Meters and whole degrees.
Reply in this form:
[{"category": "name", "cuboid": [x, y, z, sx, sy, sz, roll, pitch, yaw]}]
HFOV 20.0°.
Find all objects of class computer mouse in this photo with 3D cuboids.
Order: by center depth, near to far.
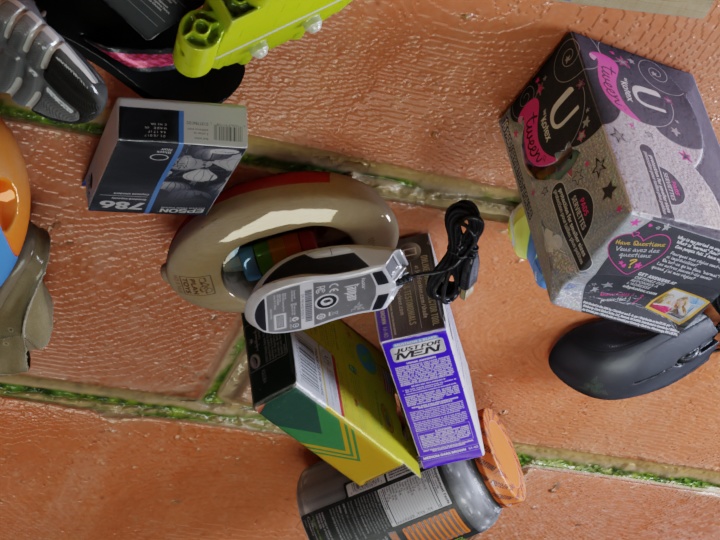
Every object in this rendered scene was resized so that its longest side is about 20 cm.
[{"category": "computer mouse", "cuboid": [0.000, 0.000, 1.646, 0.199, 0.044, 0.110, -11, 145, -10]}, {"category": "computer mouse", "cuboid": [0.275, 0.075, 1.900, 0.199, 0.053, 0.139, -16, 141, 5]}]

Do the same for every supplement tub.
[{"category": "supplement tub", "cuboid": [0.050, 0.212, 1.955, 0.199, 0.123, 0.123, -23, 139, 14]}]

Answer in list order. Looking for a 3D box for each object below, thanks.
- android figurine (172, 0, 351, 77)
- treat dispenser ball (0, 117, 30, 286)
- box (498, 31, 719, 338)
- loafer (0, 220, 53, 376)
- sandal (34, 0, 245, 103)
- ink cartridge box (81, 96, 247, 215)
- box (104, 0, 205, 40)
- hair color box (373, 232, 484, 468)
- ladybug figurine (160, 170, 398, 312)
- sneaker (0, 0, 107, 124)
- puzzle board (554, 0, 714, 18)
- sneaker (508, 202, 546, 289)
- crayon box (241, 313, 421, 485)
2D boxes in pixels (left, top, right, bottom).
[{"category": "android figurine", "cuboid": [-0.053, -0.192, 1.446, 0.182, 0.041, 0.200, -27, 175, -17]}, {"category": "treat dispenser ball", "cuboid": [-0.342, -0.050, 1.494, 0.200, 0.201, 0.201, -6, 140, -5]}, {"category": "box", "cuboid": [0.206, -0.069, 1.598, 0.132, 0.200, 0.115, 15, 132, -28]}, {"category": "loafer", "cuboid": [-0.286, 0.023, 1.699, 0.067, 0.076, 0.200, 7, 147, -21]}, {"category": "sandal", "cuboid": [-0.166, -0.174, 1.485, 0.200, 0.075, 0.045, 23, 146, -30]}, {"category": "ink cartridge box", "cuboid": [-0.154, -0.079, 1.570, 0.099, 0.039, 0.200, 2, 164, -14]}, {"category": "box", "cuboid": [-0.153, -0.268, 1.377, 0.141, 0.079, 0.200, -27, 137, 22]}, {"category": "hair color box", "cuboid": [0.058, 0.074, 1.804, 0.065, 0.110, 0.200, -12, 140, 4]}, {"category": "ladybug figurine", "cuboid": [-0.069, -0.029, 1.682, 0.199, 0.072, 0.136, -12, 141, 0]}, {"category": "sneaker", "cuboid": [-0.239, -0.196, 1.402, 0.200, 0.116, 0.075, 37, 140, -10]}, {"category": "puzzle board", "cuboid": [0.195, -0.258, 1.519, 0.199, 0.017, 0.151, 5, 139, -17]}, {"category": "sneaker", "cuboid": [0.230, -0.023, 1.732, 0.199, 0.105, 0.076, -12, 141, 2]}, {"category": "crayon box", "cuboid": [-0.026, 0.105, 1.807, 0.051, 0.127, 0.200, -29, 136, 21]}]
